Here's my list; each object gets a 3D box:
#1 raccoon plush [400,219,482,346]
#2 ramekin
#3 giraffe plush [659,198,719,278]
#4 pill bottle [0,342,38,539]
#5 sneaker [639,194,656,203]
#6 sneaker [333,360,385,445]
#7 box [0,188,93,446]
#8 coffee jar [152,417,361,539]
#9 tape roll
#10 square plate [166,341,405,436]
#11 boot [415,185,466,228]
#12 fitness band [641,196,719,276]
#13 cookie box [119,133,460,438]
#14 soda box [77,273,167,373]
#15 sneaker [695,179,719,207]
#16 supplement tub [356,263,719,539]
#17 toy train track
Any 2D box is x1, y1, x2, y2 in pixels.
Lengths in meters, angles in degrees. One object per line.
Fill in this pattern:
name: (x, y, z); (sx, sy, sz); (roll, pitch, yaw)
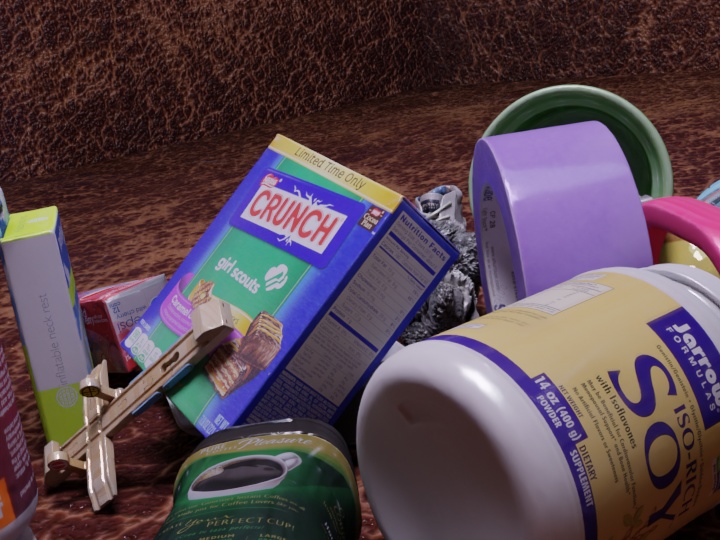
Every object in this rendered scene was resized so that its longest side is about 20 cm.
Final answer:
raccoon plush: (0.029, 0.004, 0.927); (0.199, 0.097, 0.134); (21, 24, 18)
ramekin: (0.217, -0.087, 1.030); (0.199, 0.202, 0.098); (-3, 8, 19)
giraffe plush: (0.312, -0.012, 0.830); (0.161, 0.173, 0.201); (-14, 47, 18)
pill bottle: (-0.245, 0.100, 0.558); (0.113, 0.201, 0.114); (-8, 15, 2)
sneaker: (0.198, -0.010, 0.875); (0.074, 0.083, 0.200); (-20, -1, -25)
sneaker: (0.044, 0.090, 0.692); (0.080, 0.071, 0.200); (-16, 16, -38)
box: (-0.249, 0.035, 0.806); (0.047, 0.201, 0.122); (-12, 15, -14)
coffee jar: (-0.055, 0.147, 0.499); (0.103, 0.086, 0.200); (-9, 15, 8)
tape roll: (0.139, -0.001, 0.723); (0.084, 0.201, 0.200); (-8, 14, -1)
square plate: (-0.072, 0.085, 0.861); (0.199, 0.029, 0.198); (-13, 15, -17)
boot: (0.074, -0.036, 1.100); (0.073, 0.096, 0.200); (-4, 15, 16)
fitness band: (0.226, 0.026, 0.680); (0.037, 0.145, 0.200); (-11, 14, -5)
cookie box: (-0.056, 0.020, 0.712); (0.200, 0.075, 0.171); (-53, 40, -5)
soda box: (-0.236, 0.053, 0.924); (0.063, 0.070, 0.199); (-22, 8, -36)
sneaker: (0.427, -0.055, 1.007); (0.198, 0.080, 0.096); (-9, 16, 1)
supplement tub: (0.113, 0.081, 0.531); (0.199, 0.146, 0.145); (-19, 18, -34)
toy train track: (-0.163, 0.084, 0.685); (0.200, 0.032, 0.115); (-40, 45, 23)
